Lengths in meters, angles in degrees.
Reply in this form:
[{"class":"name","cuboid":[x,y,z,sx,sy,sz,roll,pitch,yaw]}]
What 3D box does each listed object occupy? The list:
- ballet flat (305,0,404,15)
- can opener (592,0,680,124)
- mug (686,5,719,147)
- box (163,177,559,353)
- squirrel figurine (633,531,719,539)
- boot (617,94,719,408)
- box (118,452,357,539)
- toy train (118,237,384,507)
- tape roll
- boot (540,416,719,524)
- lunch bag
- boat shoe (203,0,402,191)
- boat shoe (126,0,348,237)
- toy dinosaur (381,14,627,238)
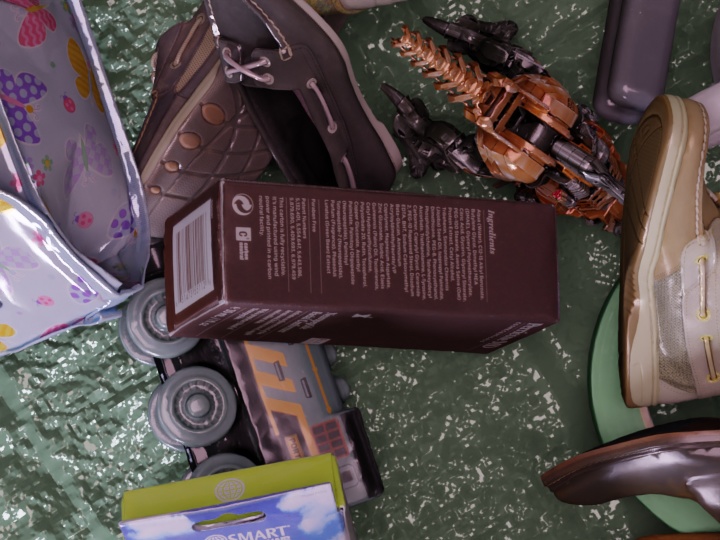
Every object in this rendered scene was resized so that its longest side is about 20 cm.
[{"class":"ballet flat","cuboid":[0.035,-0.185,1.589,0.200,0.071,0.071,-28,88,-27]},{"class":"can opener","cuboid":[0.182,-0.176,1.606,0.067,0.053,0.200,14,73,-10]},{"class":"mug","cuboid":[0.250,-0.115,1.561,0.200,0.175,0.148,-28,88,2]},{"class":"box","cuboid":[0.000,0.000,1.568,0.200,0.100,0.075,2,77,-21]},{"class":"squirrel figurine","cuboid":[0.125,0.238,1.546,0.200,0.187,0.142,6,112,11]},{"class":"boot","cuboid":[0.219,-0.009,1.531,0.154,0.072,0.200,0,128,1]},{"class":"box","cuboid":[-0.058,0.175,1.570,0.122,0.200,0.048,-11,46,2]},{"class":"toy train","cuboid":[-0.065,0.069,1.623,0.114,0.085,0.200,-18,86,-11]},{"class":"tape roll","cuboid":[0.230,0.062,1.623,0.200,0.048,0.201,0,90,2]},{"class":"boot","cuboid":[0.198,0.126,1.546,0.200,0.075,0.097,-16,88,25]},{"class":"lunch bag","cuboid":[-0.220,-0.050,1.577,0.169,0.127,0.200,-18,91,35]},{"class":"boat shoe","cuboid":[-0.037,-0.095,1.572,0.067,0.200,0.057,16,64,38]},{"class":"boat shoe","cuboid":[-0.080,-0.108,1.628,0.073,0.074,0.200,26,77,44]},{"class":"toy dinosaur","cuboid":[0.089,-0.087,1.583,0.102,0.136,0.200,-40,130,-13]}]
